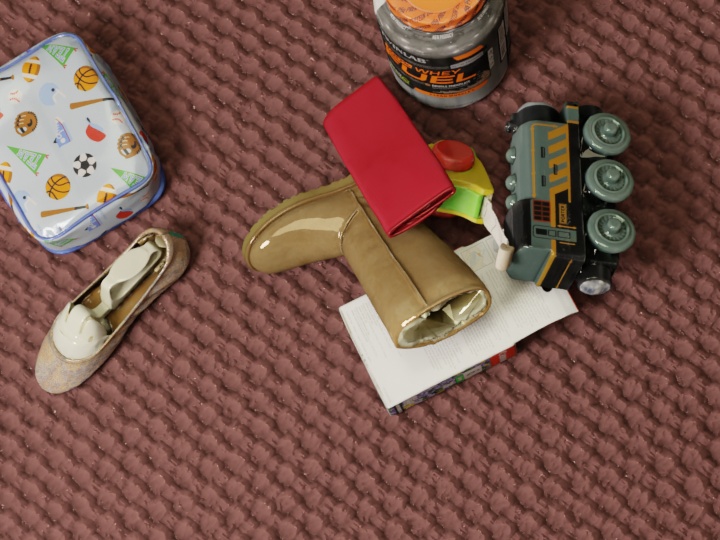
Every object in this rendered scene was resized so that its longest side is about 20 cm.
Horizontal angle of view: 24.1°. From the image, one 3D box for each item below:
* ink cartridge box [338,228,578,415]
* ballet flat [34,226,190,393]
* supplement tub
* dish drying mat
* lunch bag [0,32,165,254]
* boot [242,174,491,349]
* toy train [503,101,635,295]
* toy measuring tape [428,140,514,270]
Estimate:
[{"bbox_3d":[0.092,0.043,1.581,0.199,0.050,0.109,-26,74,-1],"label":"ink cartridge box"},{"bbox_3d":[-0.247,0.032,1.617,0.068,0.067,0.200,39,84,15],"label":"ballet flat"},{"bbox_3d":[0.077,-0.237,1.573,0.122,0.200,0.123,-2,76,7],"label":"supplement tub"},{"bbox_3d":[0.024,-0.108,1.586,0.077,0.018,0.200,-35,42,5],"label":"dish drying mat"},{"bbox_3d":[-0.298,-0.126,1.659,0.160,0.076,0.200,-32,75,1],"label":"lunch bag"},{"bbox_3d":[0.000,0.000,1.550,0.175,0.066,0.200,-31,48,-3],"label":"boot"},{"bbox_3d":[0.189,-0.071,1.554,0.113,0.085,0.201,7,60,-9],"label":"toy train"},{"bbox_3d":[0.087,-0.065,1.560,0.073,0.074,0.200,-19,36,2],"label":"toy measuring tape"}]
